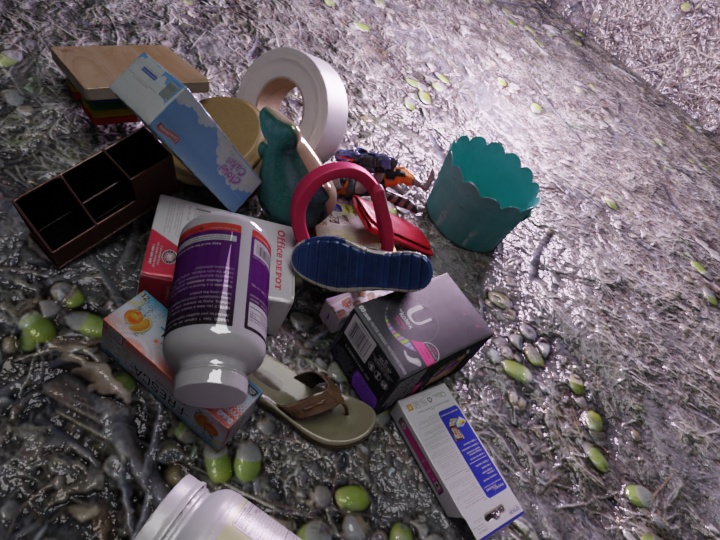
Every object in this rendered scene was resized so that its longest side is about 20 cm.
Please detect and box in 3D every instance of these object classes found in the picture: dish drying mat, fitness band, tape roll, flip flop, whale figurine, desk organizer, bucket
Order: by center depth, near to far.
[{"bbox_3d":[-0.069,0.158,0.730,0.198,0.058,0.082,31,43,0],"label":"flip flop"},{"bbox_3d":[-0.345,-0.101,0.762,0.072,0.077,0.199,42,62,14],"label":"desk organizer"},{"bbox_3d":[-0.025,-0.061,0.828,0.141,0.203,0.038,-18,36,-4],"label":"fitness band"},{"bbox_3d":[-0.111,-0.140,0.842,0.104,0.201,0.159,-42,63,-16],"label":"whale figurine"},{"bbox_3d":[0.060,-0.075,0.982,0.198,0.018,0.077,17,36,-52],"label":"dish drying mat"},{"bbox_3d":[-0.121,-0.273,0.986,0.203,0.203,0.070,46,24,17],"label":"tape roll"},{"bbox_3d":[0.235,-0.148,1.119,0.203,0.136,0.210,15,46,-16],"label":"bucket"}]

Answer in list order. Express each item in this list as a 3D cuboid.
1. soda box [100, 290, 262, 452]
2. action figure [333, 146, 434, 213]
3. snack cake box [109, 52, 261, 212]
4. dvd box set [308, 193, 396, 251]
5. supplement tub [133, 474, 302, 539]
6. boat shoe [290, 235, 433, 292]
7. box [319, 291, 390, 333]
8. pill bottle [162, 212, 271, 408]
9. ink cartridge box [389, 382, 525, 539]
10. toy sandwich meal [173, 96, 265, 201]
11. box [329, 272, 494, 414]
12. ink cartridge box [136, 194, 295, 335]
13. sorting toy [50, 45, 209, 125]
[{"bbox_3d":[-0.216,0.118,0.683,0.199,0.064,0.068,39,44,8],"label":"soda box"},{"bbox_3d":[0.031,-0.155,0.990,0.189,0.107,0.200,2,14,-21],"label":"action figure"},{"bbox_3d":[-0.228,-0.179,0.770,0.067,0.200,0.115,-47,59,-7],"label":"snack cake box"},{"bbox_3d":[-0.020,-0.075,0.966,0.143,0.030,0.202,9,37,-21],"label":"dvd box set"},{"bbox_3d":[-0.114,0.297,0.516,0.198,0.146,0.145,33,43,4],"label":"supplement tub"},{"bbox_3d":[0.000,0.000,0.800,0.195,0.072,0.074,10,86,0],"label":"boat shoe"},{"bbox_3d":[0.025,0.046,0.898,0.197,0.042,0.039,-17,59,-37],"label":"box"},{"bbox_3d":[-0.160,0.044,0.642,0.110,0.113,0.204,10,56,-19],"label":"pill bottle"},{"bbox_3d":[0.127,0.255,0.766,0.093,0.037,0.201,-10,54,-36],"label":"ink cartridge box"},{"bbox_3d":[-0.231,-0.201,0.946,0.200,0.071,0.209,-2,61,4],"label":"toy sandwich meal"},{"bbox_3d":[0.075,0.101,0.826,0.198,0.107,0.123,-17,61,-39],"label":"box"},{"bbox_3d":[-0.196,-0.006,0.791,0.196,0.086,0.150,15,45,-19],"label":"ink cartridge box"},{"bbox_3d":[-0.384,-0.311,0.954,0.196,0.071,0.200,-17,43,-35],"label":"sorting toy"}]
